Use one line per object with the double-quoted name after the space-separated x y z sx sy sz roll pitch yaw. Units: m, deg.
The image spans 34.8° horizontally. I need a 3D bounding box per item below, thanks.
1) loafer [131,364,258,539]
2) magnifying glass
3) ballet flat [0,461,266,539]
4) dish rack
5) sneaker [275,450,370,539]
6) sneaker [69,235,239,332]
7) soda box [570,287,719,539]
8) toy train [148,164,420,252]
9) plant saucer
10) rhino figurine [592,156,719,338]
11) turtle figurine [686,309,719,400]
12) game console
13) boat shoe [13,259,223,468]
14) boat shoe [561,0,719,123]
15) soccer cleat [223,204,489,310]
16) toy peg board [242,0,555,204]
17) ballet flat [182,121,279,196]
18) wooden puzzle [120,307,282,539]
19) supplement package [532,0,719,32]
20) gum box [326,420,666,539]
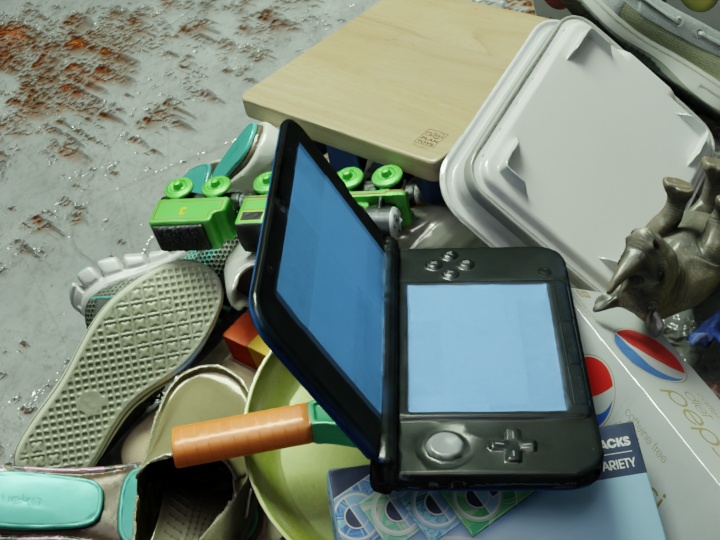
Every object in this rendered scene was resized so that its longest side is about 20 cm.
-0.095 0.124 0.689 0.075 0.068 0.201 0 40 -2 "loafer"
-0.008 0.083 0.652 0.198 0.023 0.080 -9 35 -2 "magnifying glass"
-0.158 0.164 0.752 0.198 0.071 0.070 1 56 1 "ballet flat"
0.162 -0.077 0.796 0.201 0.171 0.044 -56 8 -30 "dish rack"
-0.012 0.157 0.701 0.199 0.067 0.090 -29 54 -15 "sneaker"
-0.126 0.020 0.899 0.199 0.078 0.092 -23 60 5 "sneaker"
0.172 0.095 0.673 0.068 0.064 0.200 9 31 -32 "soda box"
-0.056 -0.040 0.809 0.198 0.042 0.057 -1 44 18 "toy train"
0.030 0.098 0.681 0.198 0.031 0.201 0 55 1 "plant saucer"
0.200 -0.011 0.716 0.060 0.088 0.199 29 30 28 "rhino figurine"
0.293 0.041 0.635 0.199 0.144 0.195 -23 47 6 "turtle figurine"
0.038 0.009 0.620 0.169 0.119 0.201 -1 36 3 "game console"
-0.176 0.074 0.837 0.201 0.074 0.062 -53 7 -6 "boat shoe"
0.218 -0.190 0.862 0.065 0.201 0.074 -53 2 8 "boat shoe"
0.000 0.000 0.821 0.198 0.070 0.078 -6 30 6 "soccer cleat"
0.051 -0.120 0.904 0.199 0.098 0.199 23 50 38 "toy peg board"
-0.104 -0.060 0.937 0.200 0.069 0.070 -26 27 55 "ballet flat"
-0.054 0.088 0.807 0.184 0.046 0.200 21 60 36 "wooden puzzle"
0.240 -0.277 0.917 0.190 0.201 0.148 8 52 30 "supplement package"
0.080 0.189 0.580 0.168 0.045 0.202 -8 65 -6 "gum box"
